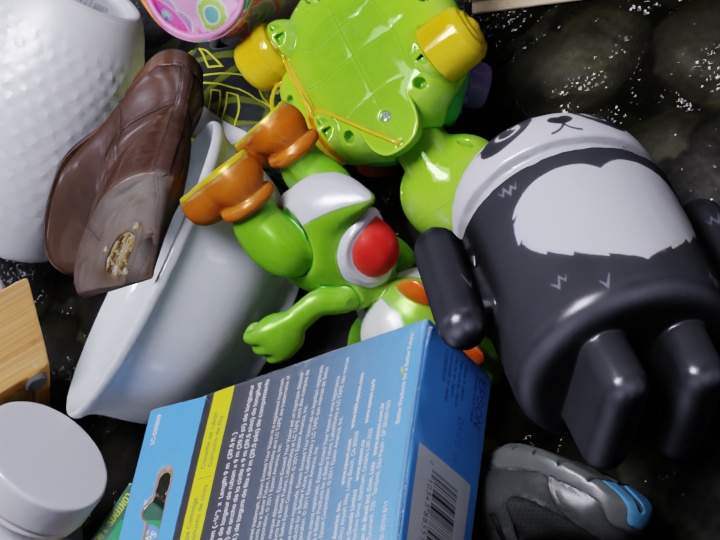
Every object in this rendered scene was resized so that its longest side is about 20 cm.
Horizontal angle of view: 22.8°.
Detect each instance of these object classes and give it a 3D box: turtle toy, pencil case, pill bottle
[{"bbox_3d":[0.022,-0.105,1.077,0.146,0.101,0.200,-35,62,19],"label":"turtle toy"},{"bbox_3d":[-0.065,-0.199,1.152,0.087,0.200,0.088,7,106,24],"label":"pencil case"},{"bbox_3d":[-0.237,0.173,1.079,0.200,0.111,0.111,-50,45,28],"label":"pill bottle"}]

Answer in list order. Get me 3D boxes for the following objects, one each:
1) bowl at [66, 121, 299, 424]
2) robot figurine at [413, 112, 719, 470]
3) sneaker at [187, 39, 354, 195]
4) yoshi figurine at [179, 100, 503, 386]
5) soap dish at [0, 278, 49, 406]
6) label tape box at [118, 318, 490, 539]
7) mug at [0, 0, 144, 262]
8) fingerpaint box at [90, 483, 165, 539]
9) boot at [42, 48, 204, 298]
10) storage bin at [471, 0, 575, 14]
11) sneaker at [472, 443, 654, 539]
[{"bbox_3d":[-0.096,0.016,1.091,0.201,0.090,0.201,-58,14,23],"label":"bowl"},{"bbox_3d":[0.122,0.006,0.940,0.125,0.150,0.200,-41,44,23],"label":"robot figurine"},{"bbox_3d":[-0.069,-0.109,1.178,0.200,0.074,0.085,28,83,42],"label":"sneaker"},{"bbox_3d":[-0.010,0.008,1.011,0.112,0.200,0.112,-43,7,11],"label":"yoshi figurine"},{"bbox_3d":[-0.285,0.101,1.124,0.200,0.157,0.081,-31,71,-24],"label":"soap dish"},{"bbox_3d":[-0.034,0.124,0.945,0.200,0.063,0.144,-20,44,34],"label":"label tape box"},{"bbox_3d":[-0.223,-0.124,1.240,0.147,0.200,0.176,31,108,2],"label":"mug"},{"bbox_3d":[-0.123,0.251,1.015,0.167,0.073,0.200,32,86,42],"label":"fingerpaint box"},{"bbox_3d":[-0.153,-0.025,1.078,0.187,0.064,0.200,-59,18,27],"label":"boot"},{"bbox_3d":[0.146,-0.276,1.105,0.198,0.094,0.200,-3,64,35],"label":"storage bin"},{"bbox_3d":[0.069,0.135,0.952,0.200,0.073,0.082,1,69,47],"label":"sneaker"}]
